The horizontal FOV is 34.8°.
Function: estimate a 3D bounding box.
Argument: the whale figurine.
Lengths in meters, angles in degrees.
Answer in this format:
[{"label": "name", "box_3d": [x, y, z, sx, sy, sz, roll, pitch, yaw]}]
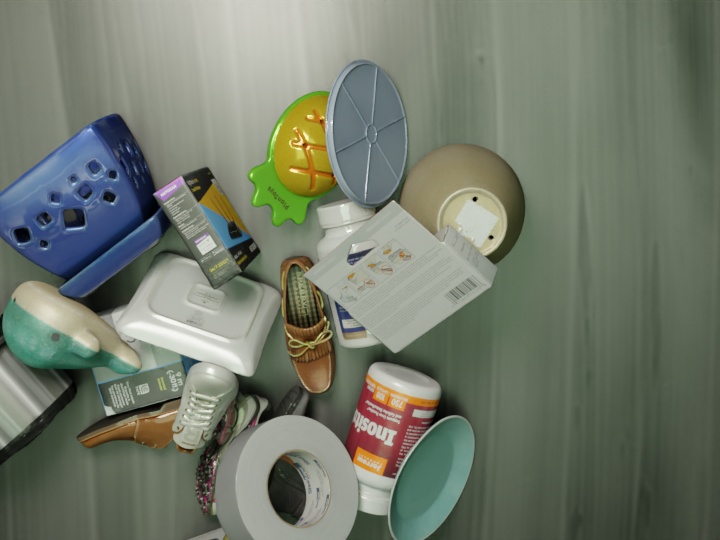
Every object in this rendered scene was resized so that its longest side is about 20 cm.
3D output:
[{"label": "whale figurine", "box_3d": [-0.396, 0.098, 1.563, 0.199, 0.159, 0.104, 36, 84, -35]}]

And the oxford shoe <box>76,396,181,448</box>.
[{"label": "oxford shoe", "box_3d": [-0.320, 0.235, 1.694, 0.198, 0.071, 0.072, -15, 102, 2]}]

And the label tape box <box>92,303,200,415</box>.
[{"label": "label tape box", "box_3d": [-0.293, 0.113, 1.678, 0.198, 0.066, 0.145, -15, 98, 5]}]

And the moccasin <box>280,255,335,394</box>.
[{"label": "moccasin", "box_3d": [-0.076, 0.081, 1.661, 0.073, 0.078, 0.204, -4, 98, 2]}]

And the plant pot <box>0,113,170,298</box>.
[{"label": "plant pot", "box_3d": [-0.374, -0.084, 1.589, 0.199, 0.200, 0.180, -36, 102, 5]}]

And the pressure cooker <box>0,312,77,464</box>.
[{"label": "pressure cooker", "box_3d": [-0.526, 0.156, 1.632, 0.175, 0.179, 0.201, -38, 99, 5]}]

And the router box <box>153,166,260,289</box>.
[{"label": "router box", "box_3d": [-0.207, -0.063, 1.582, 0.051, 0.200, 0.150, -31, 97, 6]}]

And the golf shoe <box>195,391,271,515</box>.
[{"label": "golf shoe", "box_3d": [-0.187, 0.275, 1.694, 0.091, 0.073, 0.202, 8, 110, -27]}]

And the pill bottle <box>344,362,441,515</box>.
[{"label": "pill bottle", "box_3d": [0.038, 0.245, 1.665, 0.112, 0.113, 0.202, 17, 98, -1]}]

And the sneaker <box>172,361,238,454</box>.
[{"label": "sneaker", "box_3d": [-0.215, 0.196, 1.573, 0.072, 0.200, 0.085, 16, 57, -7]}]

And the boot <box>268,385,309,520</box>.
[{"label": "boot", "box_3d": [-0.079, 0.277, 1.705, 0.130, 0.070, 0.202, 19, 104, -9]}]

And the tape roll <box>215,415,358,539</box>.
[{"label": "tape roll", "box_3d": [-0.101, 0.305, 1.585, 0.199, 0.066, 0.203, 14, 65, -32]}]

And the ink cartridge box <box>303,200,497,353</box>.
[{"label": "ink cartridge box", "box_3d": [0.050, 0.003, 1.500, 0.173, 0.044, 0.200, 41, 130, -14]}]

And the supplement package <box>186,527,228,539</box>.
[{"label": "supplement package", "box_3d": [-0.190, 0.475, 1.658, 0.150, 0.200, 0.152, -20, 97, 4]}]

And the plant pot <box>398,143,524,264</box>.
[{"label": "plant pot", "box_3d": [0.146, -0.076, 1.574, 0.185, 0.200, 0.190, 0, 98, 1]}]

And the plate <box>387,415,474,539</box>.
[{"label": "plate", "box_3d": [0.097, 0.298, 1.654, 0.025, 0.199, 0.202, 24, 100, 36]}]

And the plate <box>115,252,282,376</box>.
[{"label": "plate", "box_3d": [-0.218, 0.049, 1.603, 0.198, 0.201, 0.033, 19, 124, -2]}]

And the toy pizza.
[{"label": "toy pizza", "box_3d": [0.003, -0.187, 1.580, 0.031, 0.199, 0.203, 0, 100, 34]}]

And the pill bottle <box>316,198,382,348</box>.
[{"label": "pill bottle", "box_3d": [0.000, 0.000, 1.632, 0.110, 0.111, 0.202, -13, 98, 3]}]

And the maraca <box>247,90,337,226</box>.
[{"label": "maraca", "box_3d": [-0.077, -0.156, 1.602, 0.137, 0.107, 0.201, 42, 77, -31]}]
